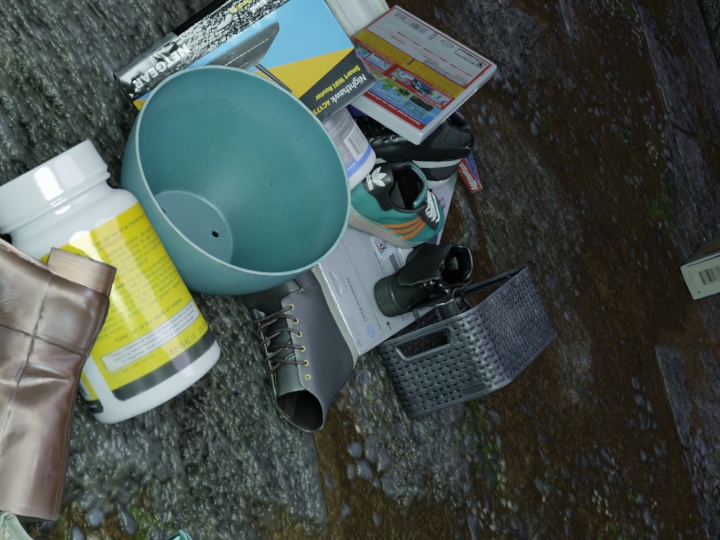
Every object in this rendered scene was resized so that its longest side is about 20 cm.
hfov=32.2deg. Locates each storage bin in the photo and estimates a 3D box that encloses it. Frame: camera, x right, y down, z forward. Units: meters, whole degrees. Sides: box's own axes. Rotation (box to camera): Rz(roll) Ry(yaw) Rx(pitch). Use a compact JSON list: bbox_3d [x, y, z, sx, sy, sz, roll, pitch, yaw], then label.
[{"bbox_3d":[0.124,0.079,1.418,0.200,0.135,0.094,-32,99,-59],"label":"storage bin"}]

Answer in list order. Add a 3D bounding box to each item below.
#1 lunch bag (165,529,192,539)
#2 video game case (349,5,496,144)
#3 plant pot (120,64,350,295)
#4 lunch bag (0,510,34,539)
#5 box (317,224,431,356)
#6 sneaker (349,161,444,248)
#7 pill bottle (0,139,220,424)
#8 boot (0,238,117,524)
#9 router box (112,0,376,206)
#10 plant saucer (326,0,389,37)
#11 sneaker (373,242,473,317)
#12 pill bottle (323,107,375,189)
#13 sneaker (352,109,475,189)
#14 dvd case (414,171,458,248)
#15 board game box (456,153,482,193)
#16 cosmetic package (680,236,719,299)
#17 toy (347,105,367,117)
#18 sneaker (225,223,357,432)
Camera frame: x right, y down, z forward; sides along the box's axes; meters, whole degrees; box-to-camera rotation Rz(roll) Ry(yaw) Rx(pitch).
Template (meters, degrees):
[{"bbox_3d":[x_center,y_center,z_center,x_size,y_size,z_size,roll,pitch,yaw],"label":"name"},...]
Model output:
[{"bbox_3d":[-0.122,0.308,0.913,0.171,0.122,0.200,57,24,-14],"label":"lunch bag"},{"bbox_3d":[0.050,-0.219,1.365,0.143,0.017,0.200,33,41,10],"label":"video game case"},{"bbox_3d":[-0.127,-0.058,1.089,0.200,0.135,0.201,16,56,-26],"label":"plant pot"},{"bbox_3d":[-0.260,0.251,0.686,0.118,0.164,0.200,54,33,-33],"label":"lunch bag"},{"bbox_3d":[0.000,0.000,1.367,0.200,0.041,0.156,-29,95,-60],"label":"box"},{"bbox_3d":[0.052,-0.074,1.377,0.200,0.080,0.072,10,62,-57],"label":"sneaker"},{"bbox_3d":[-0.204,0.008,0.972,0.200,0.114,0.114,62,31,-11],"label":"pill bottle"},{"bbox_3d":[-0.279,0.071,0.865,0.064,0.186,0.201,127,-23,-81],"label":"boot"},{"bbox_3d":[-0.107,-0.181,1.171,0.149,0.200,0.051,54,-3,-22],"label":"router box"},{"bbox_3d":[-0.002,-0.321,1.489,0.200,0.050,0.200,57,11,-17],"label":"plant saucer"},{"bbox_3d":[0.085,0.004,1.358,0.200,0.104,0.060,-34,100,-59],"label":"sneaker"},{"bbox_3d":[-0.081,-0.166,1.272,0.200,0.114,0.114,56,33,-20],"label":"pill bottle"},{"bbox_3d":[0.034,-0.162,1.391,0.200,0.112,0.073,9,48,-27],"label":"sneaker"},{"bbox_3d":[0.073,-0.132,1.557,0.150,0.025,0.200,61,29,-31],"label":"dvd case"},{"bbox_3d":[0.114,-0.206,1.635,0.103,0.019,0.200,50,22,-49],"label":"board game box"},{"bbox_3d":[0.698,-0.016,2.407,0.200,0.105,0.071,-30,97,-60],"label":"cosmetic package"},{"bbox_3d":[-0.011,-0.228,1.483,0.115,0.047,0.200,-24,91,-59],"label":"toy"},{"bbox_3d":[-0.072,0.054,1.186,0.200,0.075,0.106,54,31,-24],"label":"sneaker"}]
